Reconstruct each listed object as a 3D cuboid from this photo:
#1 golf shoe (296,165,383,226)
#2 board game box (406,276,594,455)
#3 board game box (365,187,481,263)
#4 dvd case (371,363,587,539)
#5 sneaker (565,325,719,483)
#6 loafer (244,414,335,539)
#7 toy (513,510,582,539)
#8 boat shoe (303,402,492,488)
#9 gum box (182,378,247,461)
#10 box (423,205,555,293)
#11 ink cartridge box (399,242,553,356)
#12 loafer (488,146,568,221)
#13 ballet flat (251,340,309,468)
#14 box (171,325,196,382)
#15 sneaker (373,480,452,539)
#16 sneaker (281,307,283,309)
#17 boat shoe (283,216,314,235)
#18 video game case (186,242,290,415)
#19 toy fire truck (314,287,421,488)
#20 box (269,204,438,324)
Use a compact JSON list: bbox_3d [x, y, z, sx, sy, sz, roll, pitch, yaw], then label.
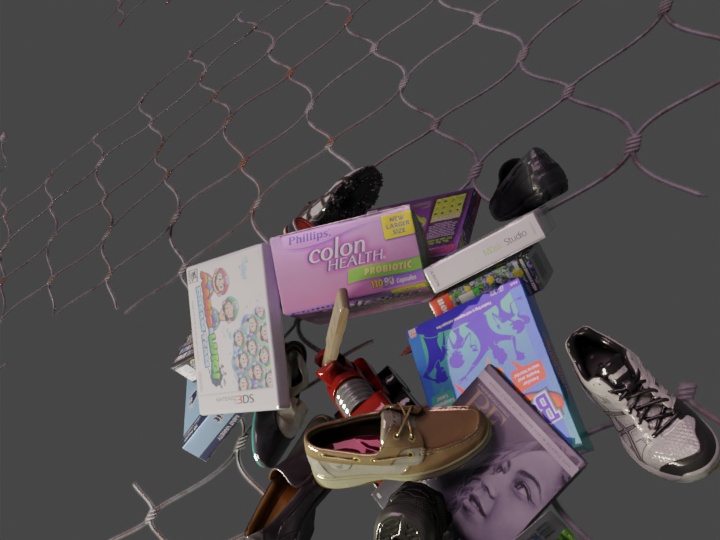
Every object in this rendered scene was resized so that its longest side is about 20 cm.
[{"bbox_3d":[-0.052,-0.102,1.427,0.200,0.078,0.094,-45,36,-3],"label":"golf shoe"},{"bbox_3d":[0.148,0.129,0.972,0.152,0.045,0.201,-28,61,21],"label":"board game box"},{"bbox_3d":[0.076,-0.052,1.295,0.199,0.032,0.120,-9,46,39],"label":"board game box"},{"bbox_3d":[0.119,0.220,0.923,0.200,0.016,0.149,-49,55,9],"label":"dvd case"},{"bbox_3d":[0.270,0.130,0.877,0.076,0.088,0.200,-42,37,-1],"label":"sneaker"},{"bbox_3d":[-0.080,0.263,1.094,0.073,0.072,0.201,-10,47,39],"label":"loafer"},{"bbox_3d":[0.116,0.297,0.832,0.200,0.115,0.047,-38,41,7],"label":"toy"},{"bbox_3d":[0.035,0.175,0.913,0.199,0.067,0.074,-17,36,10],"label":"boat shoe"},{"bbox_3d":[-0.189,0.151,1.270,0.170,0.044,0.200,-50,21,12],"label":"gum box"},{"bbox_3d":[0.164,-0.029,1.077,0.144,0.036,0.200,-28,-3,17],"label":"box"},{"bbox_3d":[0.135,0.034,1.089,0.199,0.051,0.109,-27,1,21],"label":"ink cartridge box"},{"bbox_3d":[0.206,-0.110,1.125,0.068,0.071,0.201,-25,-3,-10],"label":"loafer"},{"bbox_3d":[-0.104,0.175,1.211,0.073,0.073,0.201,-24,38,25],"label":"ballet flat"},{"bbox_3d":[-0.182,0.066,1.265,0.200,0.044,0.161,-28,32,49],"label":"box"},{"bbox_3d":[0.048,0.299,0.896,0.076,0.200,0.114,13,24,18],"label":"sneaker"},{"bbox_3d":[-0.089,0.036,1.346,0.200,0.066,0.079,23,90,50],"label":"sneaker"},{"bbox_3d":[-0.037,-0.022,1.286,0.200,0.071,0.063,44,125,30],"label":"boat shoe"},{"bbox_3d":[-0.159,0.079,1.114,0.182,0.024,0.201,-14,80,48],"label":"video game case"},{"bbox_3d":[0.005,0.139,1.027,0.129,0.200,0.176,-42,36,3],"label":"toy fire truck"},{"bbox_3d":[0.000,0.000,1.122,0.175,0.200,0.097,-13,80,7],"label":"box"}]
